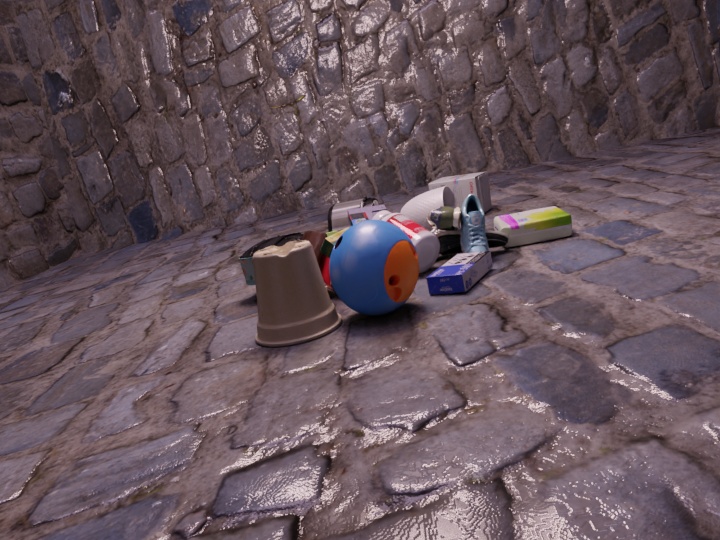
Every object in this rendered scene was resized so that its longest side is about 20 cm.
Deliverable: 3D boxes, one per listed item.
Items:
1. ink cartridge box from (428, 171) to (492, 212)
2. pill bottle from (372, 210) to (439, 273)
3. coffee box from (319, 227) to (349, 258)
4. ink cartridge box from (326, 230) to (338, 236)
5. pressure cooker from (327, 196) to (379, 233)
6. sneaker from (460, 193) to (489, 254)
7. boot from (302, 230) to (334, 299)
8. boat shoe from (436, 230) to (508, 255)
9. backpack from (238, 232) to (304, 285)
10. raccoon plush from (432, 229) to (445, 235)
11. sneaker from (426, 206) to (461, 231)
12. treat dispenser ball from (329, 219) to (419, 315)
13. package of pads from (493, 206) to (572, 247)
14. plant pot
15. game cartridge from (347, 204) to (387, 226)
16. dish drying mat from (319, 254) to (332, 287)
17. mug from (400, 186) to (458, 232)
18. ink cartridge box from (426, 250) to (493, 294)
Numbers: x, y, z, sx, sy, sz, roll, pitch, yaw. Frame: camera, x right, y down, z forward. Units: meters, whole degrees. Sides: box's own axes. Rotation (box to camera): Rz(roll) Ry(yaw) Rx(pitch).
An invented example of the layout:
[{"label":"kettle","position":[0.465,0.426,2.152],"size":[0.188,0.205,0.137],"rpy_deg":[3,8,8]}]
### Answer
[{"label":"ink cartridge box","position":[0.383,-0.284,2.382],"size":[0.196,0.149,0.144],"rpy_deg":[-2,15,34]},{"label":"pill bottle","position":[0.113,-0.085,1.685],"size":[0.110,0.115,0.199],"rpy_deg":[-18,37,-31]},{"label":"coffee box","position":[0.007,-0.026,1.571],"size":[0.198,0.045,0.122],"rpy_deg":[37,33,17]},{"label":"ink cartridge box","position":[-0.119,-0.035,1.943],"size":[0.144,0.078,0.201],"rpy_deg":[-13,-22,1]},{"label":"pressure cooker","position":[0.004,-0.150,2.064],"size":[0.195,0.183,0.176],"rpy_deg":[-8,10,16]},{"label":"sneaker","position":[0.292,-0.109,1.617],"size":[0.072,0.083,0.204],"rpy_deg":[-8,57,1]},{"label":"boot","position":[-0.109,-0.022,1.599],"size":[0.183,0.064,0.204],"rpy_deg":[-3,59,41]},{"label":"boat shoe","position":[0.303,-0.066,1.681],"size":[0.194,0.068,0.075],"rpy_deg":[3,-22,-4]},{"label":"backpack","position":[-0.236,-0.016,1.751],"size":[0.172,0.158,0.199],"rpy_deg":[-4,9,29]},{"label":"raccoon plush","position":[0.183,-0.076,1.799],"size":[0.132,0.100,0.198],"rpy_deg":[-11,9,-36]},{"label":"sneaker","position":[0.224,-0.143,1.689],"size":[0.087,0.069,0.200],"rpy_deg":[5,2,6]},{"label":"treat dispenser ball","position":[0.030,-0.006,1.349],"size":[0.195,0.206,0.201],"rpy_deg":[-11,12,2]},{"label":"package of pads","position":[0.484,-0.125,1.772],"size":[0.195,0.070,0.155],"rpy_deg":[-10,14,6]},{"label":"plant pot","position":[-0.152,0.040,1.355],"size":[0.195,0.188,0.201],"rpy_deg":[-11,13,2]},{"label":"game cartridge","position":[0.035,-0.135,1.878],"size":[0.126,0.039,0.201],"rpy_deg":[-5,35,-11]},{"label":"dish drying mat","position":[-0.094,-0.027,1.643],"size":[0.018,0.078,0.200],"rpy_deg":[23,16,-35]},{"label":"mug","position":[0.222,-0.169,2.081],"size":[0.172,0.149,0.203],"rpy_deg":[-14,40,29]},{"label":"ink cartridge box","position":[0.239,0.004,1.483],"size":[0.092,0.045,0.199],"rpy_deg":[-6,14,33]}]
